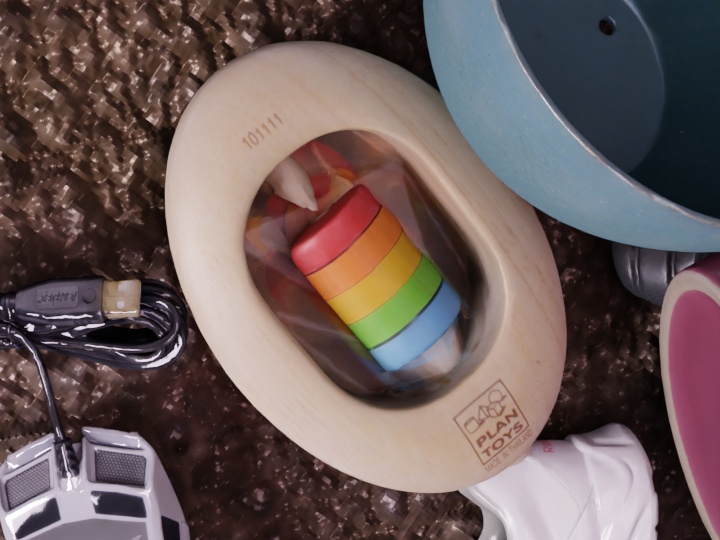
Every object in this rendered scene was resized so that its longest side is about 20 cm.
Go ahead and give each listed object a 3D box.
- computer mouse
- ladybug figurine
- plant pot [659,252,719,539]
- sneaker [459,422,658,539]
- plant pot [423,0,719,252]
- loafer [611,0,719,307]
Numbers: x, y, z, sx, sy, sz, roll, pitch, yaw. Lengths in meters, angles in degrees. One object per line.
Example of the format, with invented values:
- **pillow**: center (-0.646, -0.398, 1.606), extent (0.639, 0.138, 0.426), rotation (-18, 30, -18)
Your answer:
- **computer mouse**: center (-0.106, 0.096, 0.903), extent (0.109, 0.044, 0.202), rotation (-9, 105, 5)
- **ladybug figurine**: center (0.000, 0.000, 0.910), extent (0.136, 0.072, 0.201), rotation (-39, 107, -10)
- **plant pot**: center (0.219, 0.040, 0.887), extent (0.178, 0.200, 0.202), rotation (-13, 102, -10)
- **sneaker**: center (0.067, 0.163, 0.964), extent (0.099, 0.078, 0.202), rotation (0, 91, -10)
- **plant pot**: center (0.102, -0.092, 0.851), extent (0.199, 0.135, 0.202), rotation (7, 72, -23)
- **loafer**: center (0.148, -0.082, 0.956), extent (0.070, 0.068, 0.202), rotation (12, 88, -54)
